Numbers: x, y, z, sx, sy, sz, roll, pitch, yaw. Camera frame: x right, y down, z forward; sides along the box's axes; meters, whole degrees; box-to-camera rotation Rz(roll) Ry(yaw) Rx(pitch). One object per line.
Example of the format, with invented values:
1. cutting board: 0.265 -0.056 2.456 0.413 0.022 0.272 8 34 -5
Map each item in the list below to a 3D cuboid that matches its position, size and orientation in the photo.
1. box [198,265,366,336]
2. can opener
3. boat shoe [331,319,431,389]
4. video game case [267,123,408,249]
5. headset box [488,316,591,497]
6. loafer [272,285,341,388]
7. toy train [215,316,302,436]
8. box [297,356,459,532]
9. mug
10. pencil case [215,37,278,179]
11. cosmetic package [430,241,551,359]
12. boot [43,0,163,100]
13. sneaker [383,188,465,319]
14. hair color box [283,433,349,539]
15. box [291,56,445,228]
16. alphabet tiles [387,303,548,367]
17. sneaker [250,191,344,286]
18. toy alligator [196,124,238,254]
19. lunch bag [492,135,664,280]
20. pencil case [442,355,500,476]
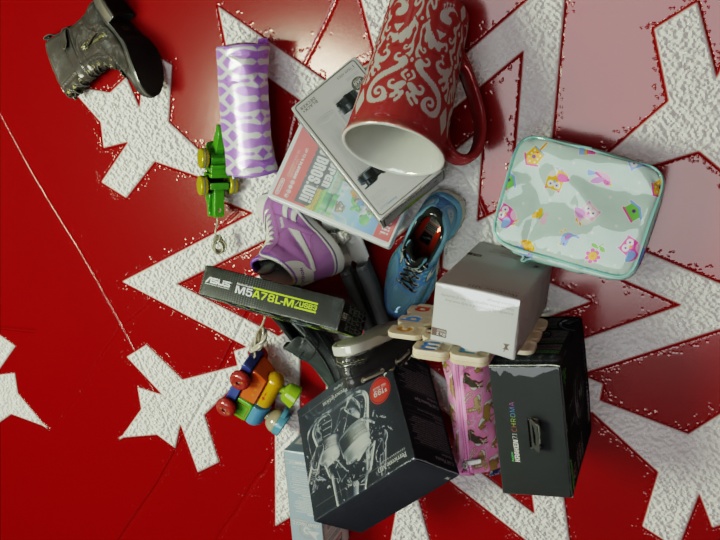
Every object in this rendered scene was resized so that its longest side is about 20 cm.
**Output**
1. box: -0.098 0.047 1.115 0.190 0.200 0.048 11 84 11
2. can opener: 0.000 0.000 1.201 0.052 0.067 0.202 -14 106 23
3. boat shoe: 0.038 0.109 1.115 0.073 0.199 0.061 -6 96 36
4. video game case: -0.018 -0.133 1.155 0.198 0.017 0.145 23 85 16
5. headset box: 0.237 0.174 1.062 0.091 0.200 0.177 -3 103 24
6. loafer: -0.088 0.108 1.250 0.202 0.070 0.068 58 150 2
7. toy train: -0.140 0.172 1.283 0.115 0.085 0.201 31 126 0
8. box: 0.019 0.246 1.179 0.199 0.104 0.184 -39 46 27
9. mug: 0.075 -0.231 1.037 0.132 0.177 0.203 2 70 38
10. pencil case: -0.161 -0.231 1.185 0.083 0.085 0.203 15 114 45
11. cosmetic package: 0.173 0.033 1.050 0.111 0.200 0.082 11 109 19
12. boot: -0.409 -0.324 1.287 0.173 0.069 0.202 -31 83 30
13. sneaker: 0.074 -0.018 1.140 0.078 0.090 0.202 27 115 14
14. hair color box: -0.069 0.361 1.305 0.060 0.099 0.203 1 105 22
15. box: 0.012 -0.172 1.105 0.116 0.060 0.201 -39 80 -1
16. alphabet tiles: 0.143 0.079 1.076 0.193 0.200 0.015 6 109 21
17. sneaker: -0.123 -0.048 1.172 0.200 0.113 0.073 40 140 41
18. toy alligator: -0.226 -0.129 1.265 0.054 0.059 0.203 37 127 57
19. lunch bag: 0.270 -0.076 1.032 0.198 0.077 0.163 18 98 20
20. pencil case: 0.158 0.190 1.161 0.082 0.086 0.203 -9 101 -11
